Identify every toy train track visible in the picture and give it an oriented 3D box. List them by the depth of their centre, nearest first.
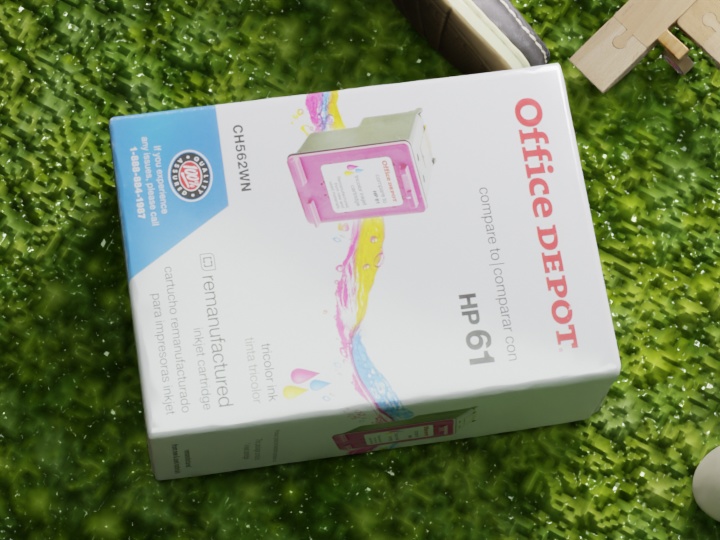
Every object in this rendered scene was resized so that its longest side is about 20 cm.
[{"bbox_3d":[0.120,-0.156,0.953,0.115,0.033,0.200,-44,72,3],"label":"toy train track"}]

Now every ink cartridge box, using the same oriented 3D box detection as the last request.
[{"bbox_3d":[0.000,0.000,0.868,0.199,0.085,0.145,-7,72,-7],"label":"ink cartridge box"}]

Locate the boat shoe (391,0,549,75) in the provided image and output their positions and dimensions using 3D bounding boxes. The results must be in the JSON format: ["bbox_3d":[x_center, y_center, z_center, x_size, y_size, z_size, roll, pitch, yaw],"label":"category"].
[{"bbox_3d":[0.026,-0.166,0.929,0.065,0.073,0.200,-38,78,-9],"label":"boat shoe"}]

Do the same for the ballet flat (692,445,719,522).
[{"bbox_3d":[0.227,0.080,0.822,0.199,0.069,0.070,5,69,29],"label":"ballet flat"}]
